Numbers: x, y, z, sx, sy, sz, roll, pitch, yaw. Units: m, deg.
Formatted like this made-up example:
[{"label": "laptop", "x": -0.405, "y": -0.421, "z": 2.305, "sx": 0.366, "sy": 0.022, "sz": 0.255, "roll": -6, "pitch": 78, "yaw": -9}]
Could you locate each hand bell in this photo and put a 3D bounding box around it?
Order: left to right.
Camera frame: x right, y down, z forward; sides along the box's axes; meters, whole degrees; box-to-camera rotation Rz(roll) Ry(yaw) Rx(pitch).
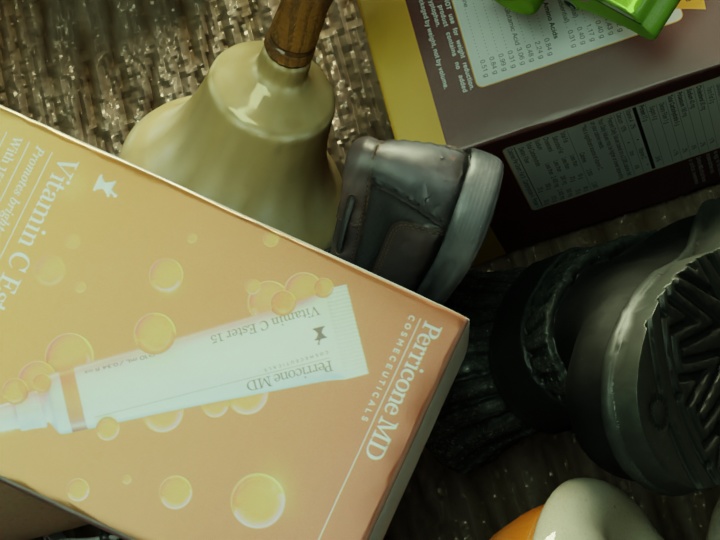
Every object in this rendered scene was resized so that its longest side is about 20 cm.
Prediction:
[{"label": "hand bell", "x": -0.026, "y": -0.098, "z": 0.839, "sx": 0.104, "sy": 0.200, "sz": 0.104, "roll": 12, "pitch": 48, "yaw": -13}]

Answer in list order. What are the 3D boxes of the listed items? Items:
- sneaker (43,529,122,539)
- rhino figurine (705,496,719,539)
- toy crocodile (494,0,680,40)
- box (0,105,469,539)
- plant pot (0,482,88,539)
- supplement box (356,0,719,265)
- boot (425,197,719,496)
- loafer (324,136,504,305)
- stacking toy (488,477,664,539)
[{"label": "sneaker", "x": -0.112, "y": 0.141, "z": 0.915, "sx": 0.200, "sy": 0.075, "sz": 0.082, "roll": -32, "pitch": 70, "yaw": 4}, {"label": "rhino figurine", "x": 0.176, "y": 0.105, "z": 0.825, "sx": 0.060, "sy": 0.087, "sz": 0.200, "roll": -2, "pitch": 53, "yaw": 55}, {"label": "toy crocodile", "x": 0.042, "y": -0.150, "z": 0.838, "sx": 0.200, "sy": 0.062, "sz": 0.068, "roll": 27, "pitch": 81, "yaw": 16}, {"label": "box", "x": -0.074, "y": 0.040, "z": 0.778, "sx": 0.200, "sy": 0.097, "sz": 0.125, "roll": 24, "pitch": 80, "yaw": 6}, {"label": "plant pot", "x": -0.142, "y": 0.041, "z": 0.913, "sx": 0.199, "sy": 0.187, "sz": 0.188, "roll": 0, "pitch": 73, "yaw": 0}, {"label": "supplement box", "x": 0.103, "y": -0.139, "z": 0.917, "sx": 0.200, "sy": 0.133, "sz": 0.198, "roll": -18, "pitch": 69, "yaw": 8}, {"label": "boot", "x": 0.081, "y": 0.042, "z": 0.825, "sx": 0.158, "sy": 0.211, "sz": 0.080, "roll": -17, "pitch": 100, "yaw": 26}, {"label": "loafer", "x": 0.000, "y": 0.000, "z": 0.868, "sx": 0.063, "sy": 0.200, "sz": 0.072, "roll": 21, "pitch": 59, "yaw": -8}, {"label": "stacking toy", "x": 0.030, "y": 0.172, "z": 0.856, "sx": 0.200, "sy": 0.146, "sz": 0.147, "roll": -14, "pitch": 69, "yaw": 26}]
